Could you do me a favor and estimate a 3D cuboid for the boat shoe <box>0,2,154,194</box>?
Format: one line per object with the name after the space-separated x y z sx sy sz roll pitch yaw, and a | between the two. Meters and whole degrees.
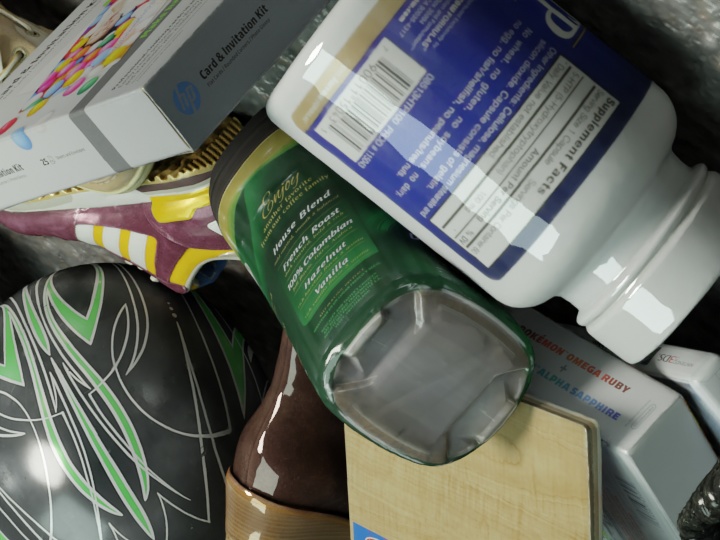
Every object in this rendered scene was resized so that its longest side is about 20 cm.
-0.191 -0.104 1.337 0.200 0.065 0.072 38 110 20 | boat shoe

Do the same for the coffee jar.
0.000 0.000 1.219 0.104 0.085 0.200 34 -167 -35 | coffee jar

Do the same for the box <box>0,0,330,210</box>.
-0.101 -0.100 1.207 0.041 0.156 0.200 51 146 -18 | box

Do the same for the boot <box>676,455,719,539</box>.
0.190 0.027 1.082 0.079 0.158 0.212 16 143 30 | boot

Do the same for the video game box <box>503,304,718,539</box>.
0.123 0.100 1.280 0.182 0.047 0.200 28 159 46 | video game box

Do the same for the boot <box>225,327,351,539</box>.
0.014 0.080 1.383 0.072 0.199 0.167 30 114 35 | boot

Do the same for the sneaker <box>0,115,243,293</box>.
-0.121 -0.026 1.399 0.199 0.075 0.090 -1 126 47 | sneaker

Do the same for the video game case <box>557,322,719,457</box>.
0.185 0.108 1.267 0.200 0.023 0.182 49 166 -17 | video game case

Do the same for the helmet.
-0.135 0.095 1.433 0.200 0.200 0.191 35 179 4 | helmet

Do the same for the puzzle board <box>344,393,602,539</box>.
0.054 0.120 1.244 0.200 0.017 0.152 19 117 54 | puzzle board

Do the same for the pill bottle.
0.069 -0.055 1.133 0.200 0.120 0.120 38 148 -2 | pill bottle
